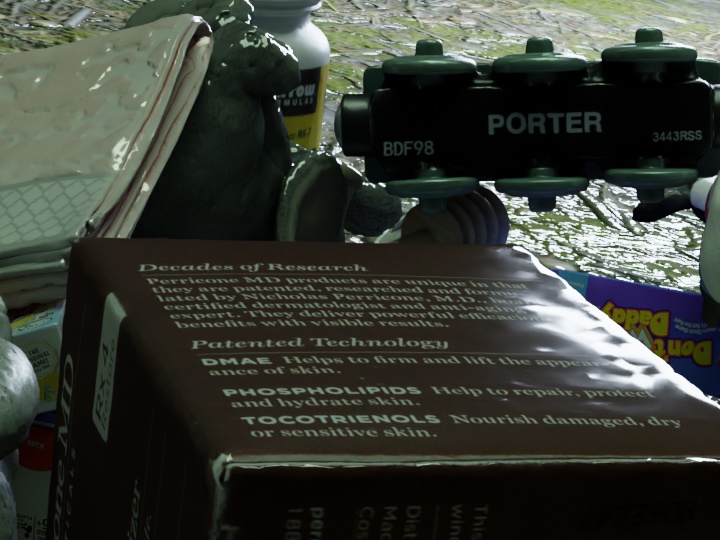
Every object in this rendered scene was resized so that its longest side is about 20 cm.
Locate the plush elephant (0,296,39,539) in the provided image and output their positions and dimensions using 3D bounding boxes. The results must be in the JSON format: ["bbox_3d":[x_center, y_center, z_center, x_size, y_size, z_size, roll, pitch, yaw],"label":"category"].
[{"bbox_3d":[-0.188,0.058,0.683,0.165,0.155,0.200,-33,41,-6],"label":"plush elephant"}]

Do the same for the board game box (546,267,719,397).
[{"bbox_3d":[0.127,0.029,1.038,0.134,0.045,0.200,10,-1,-10],"label":"board game box"}]

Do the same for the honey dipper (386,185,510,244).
[{"bbox_3d":[0.000,0.000,1.008,0.038,0.038,0.200,19,27,34],"label":"honey dipper"}]

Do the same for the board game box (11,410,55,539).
[{"bbox_3d":[-0.023,0.078,0.901,0.196,0.056,0.200,12,17,14],"label":"board game box"}]

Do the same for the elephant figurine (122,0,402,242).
[{"bbox_3d":[-0.053,-0.030,1.056,0.155,0.200,0.142,-39,36,-7],"label":"elephant figurine"}]

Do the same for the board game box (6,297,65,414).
[{"bbox_3d":[-0.181,0.034,0.906,0.134,0.034,0.200,-15,11,-1],"label":"board game box"}]

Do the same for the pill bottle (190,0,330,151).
[{"bbox_3d":[-0.077,-0.084,1.175,0.114,0.200,0.114,6,16,-2],"label":"pill bottle"}]

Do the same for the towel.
[{"bbox_3d":[-0.177,-0.041,0.934,0.200,0.032,0.191,-10,33,19],"label":"towel"}]

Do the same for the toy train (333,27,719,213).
[{"bbox_3d":[0.089,-0.073,1.046,0.200,0.085,0.114,-2,4,5],"label":"toy train"}]

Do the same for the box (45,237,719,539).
[{"bbox_3d":[0.002,0.095,0.655,0.164,0.166,0.200,1,17,-19],"label":"box"}]

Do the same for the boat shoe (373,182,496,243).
[{"bbox_3d":[0.038,-0.009,1.202,0.072,0.069,0.200,14,17,23],"label":"boat shoe"}]

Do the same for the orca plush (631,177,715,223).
[{"bbox_3d":[0.212,0.016,1.066,0.105,0.071,0.200,-9,30,-44],"label":"orca plush"}]

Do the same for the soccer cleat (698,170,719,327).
[{"bbox_3d":[0.193,-0.033,0.958,0.070,0.086,0.200,15,19,8],"label":"soccer cleat"}]
